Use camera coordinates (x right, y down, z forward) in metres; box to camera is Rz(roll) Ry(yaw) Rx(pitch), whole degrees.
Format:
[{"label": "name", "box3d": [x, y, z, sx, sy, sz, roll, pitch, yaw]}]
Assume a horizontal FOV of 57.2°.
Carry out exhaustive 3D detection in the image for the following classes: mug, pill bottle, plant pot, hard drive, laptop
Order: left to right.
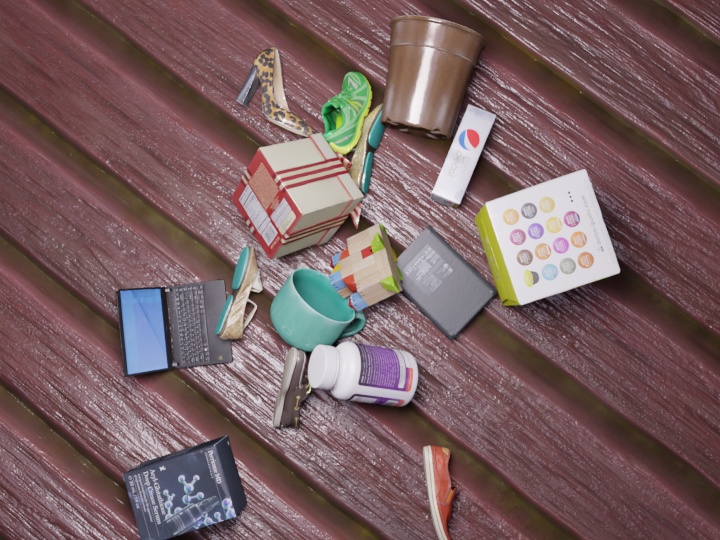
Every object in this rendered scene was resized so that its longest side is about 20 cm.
[{"label": "laptop", "box3d": [-0.379, 0.115, 1.359, 0.198, 0.103, 0.179, -7, 87, 2]}, {"label": "mug", "box3d": [-0.091, 0.097, 1.323, 0.185, 0.152, 0.115, 38, 114, -4]}, {"label": "pill bottle", "box3d": [0.003, 0.201, 1.293, 0.199, 0.111, 0.112, 13, 87, -27]}, {"label": "plant pot", "box3d": [0.133, -0.377, 1.326, 0.199, 0.200, 0.200, 13, 94, 3]}, {"label": "hard drive", "box3d": [0.166, 0.026, 1.373, 0.200, 0.033, 0.140, 44, 89, 5]}]

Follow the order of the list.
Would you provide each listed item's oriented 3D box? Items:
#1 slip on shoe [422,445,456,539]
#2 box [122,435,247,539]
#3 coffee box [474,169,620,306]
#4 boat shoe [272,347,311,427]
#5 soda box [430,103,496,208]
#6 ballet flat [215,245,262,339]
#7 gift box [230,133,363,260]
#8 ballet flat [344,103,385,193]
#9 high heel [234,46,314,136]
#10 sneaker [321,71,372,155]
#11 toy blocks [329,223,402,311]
[{"label": "slip on shoe", "box3d": [0.167, 0.455, 1.333, 0.061, 0.074, 0.202, -6, 82, -1]}, {"label": "box", "box3d": [-0.352, 0.442, 1.338, 0.198, 0.107, 0.150, -18, 85, 1]}, {"label": "coffee box", "box3d": [0.351, -0.053, 1.285, 0.196, 0.200, 0.201, -18, 86, 2]}, {"label": "boat shoe", "box3d": [-0.132, 0.238, 1.325, 0.059, 0.072, 0.201, 10, 121, -11]}, {"label": "soda box", "box3d": [0.211, -0.233, 1.368, 0.063, 0.068, 0.201, 23, 88, 4]}, {"label": "ballet flat", "box3d": [-0.243, 0.051, 1.384, 0.065, 0.070, 0.201, 20, 88, -25]}, {"label": "gift box", "box3d": [-0.114, -0.132, 1.302, 0.186, 0.184, 0.201, -24, 79, -42]}, {"label": "ballet flat", "box3d": [0.003, -0.258, 1.384, 0.070, 0.071, 0.202, 15, 88, 3]}, {"label": "high heel", "box3d": [-0.156, -0.377, 1.389, 0.199, 0.071, 0.143, 32, 95, 13]}, {"label": "sneaker", "box3d": [-0.031, -0.335, 1.353, 0.074, 0.083, 0.201, -14, 55, 41]}, {"label": "toy blocks", "box3d": [0.000, 0.000, 1.320, 0.136, 0.100, 0.201, -26, 44, 13]}]
